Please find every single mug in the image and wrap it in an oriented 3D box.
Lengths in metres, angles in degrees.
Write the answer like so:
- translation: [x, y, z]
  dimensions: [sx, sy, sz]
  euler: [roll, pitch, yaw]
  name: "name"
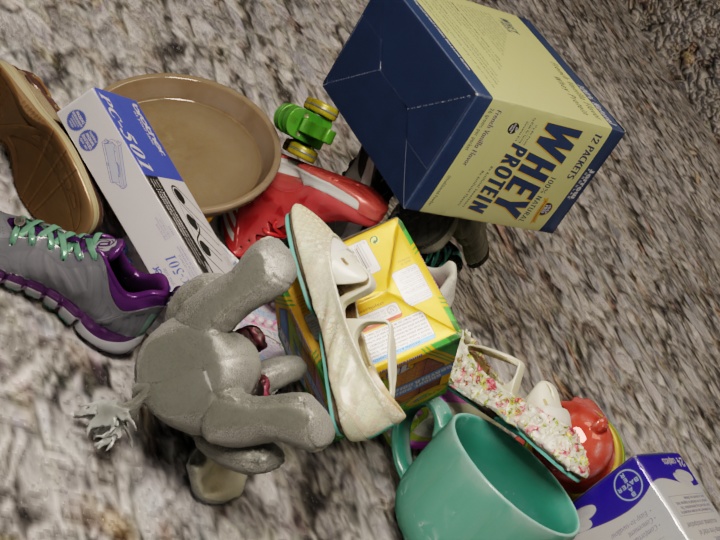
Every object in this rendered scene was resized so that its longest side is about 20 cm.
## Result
- translation: [0.102, 0.215, 1.197]
  dimensions: [0.152, 0.115, 0.185]
  euler: [30, 18, -30]
  name: "mug"

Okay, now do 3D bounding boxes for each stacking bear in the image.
- translation: [0.215, 0.184, 1.322]
  dimensions: [0.114, 0.121, 0.200]
  euler: [55, -2, 17]
  name: "stacking bear"

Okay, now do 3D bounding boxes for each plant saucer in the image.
- translation: [-0.177, -0.119, 1.267]
  dimensions: [0.199, 0.030, 0.201]
  euler: [9, 46, -9]
  name: "plant saucer"

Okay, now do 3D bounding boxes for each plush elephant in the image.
- translation: [-0.108, 0.093, 1.034]
  dimensions: [0.155, 0.199, 0.165]
  euler: [35, 33, -75]
  name: "plush elephant"

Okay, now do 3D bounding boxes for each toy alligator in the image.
- translation: [-0.065, -0.150, 1.326]
  dimensions: [0.054, 0.059, 0.200]
  euler: [27, 4, -14]
  name: "toy alligator"

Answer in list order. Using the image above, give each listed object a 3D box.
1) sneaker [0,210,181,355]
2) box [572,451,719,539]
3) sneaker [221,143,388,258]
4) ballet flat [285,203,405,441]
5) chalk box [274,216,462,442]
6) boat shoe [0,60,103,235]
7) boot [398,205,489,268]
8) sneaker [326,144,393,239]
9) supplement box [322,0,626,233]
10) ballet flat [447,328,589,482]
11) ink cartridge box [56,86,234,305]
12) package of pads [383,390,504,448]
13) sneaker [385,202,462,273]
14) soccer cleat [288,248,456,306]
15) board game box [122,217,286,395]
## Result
- translation: [-0.241, -0.018, 1.047]
  dimensions: [0.200, 0.088, 0.075]
  euler: [36, 27, -23]
  name: "sneaker"
- translation: [0.270, 0.308, 1.248]
  dimensions: [0.105, 0.184, 0.200]
  euler: [10, 43, -53]
  name: "box"
- translation: [-0.062, -0.049, 1.307]
  dimensions: [0.078, 0.116, 0.200]
  euler: [13, 9, -46]
  name: "sneaker"
- translation: [-0.008, 0.035, 1.026]
  dimensions: [0.067, 0.062, 0.201]
  euler: [36, 38, -69]
  name: "ballet flat"
- translation: [0.003, 0.066, 1.160]
  dimensions: [0.200, 0.124, 0.124]
  euler: [91, -27, -66]
  name: "chalk box"
- translation: [-0.273, -0.108, 1.154]
  dimensions: [0.072, 0.072, 0.200]
  euler: [0, 45, -55]
  name: "boat shoe"
- translation: [0.102, -0.051, 1.364]
  dimensions: [0.131, 0.068, 0.200]
  euler: [56, 22, -29]
  name: "boot"
- translation: [-0.012, -0.075, 1.369]
  dimensions: [0.079, 0.201, 0.074]
  euler: [31, 33, 17]
  name: "sneaker"
- translation: [0.108, -0.159, 1.268]
  dimensions: [0.199, 0.134, 0.200]
  euler: [7, 39, -38]
  name: "supplement box"
- translation: [0.144, 0.119, 1.223]
  dimensions: [0.200, 0.064, 0.076]
  euler: [35, 1, 30]
  name: "ballet flat"
- translation: [-0.182, -0.060, 1.137]
  dimensions: [0.200, 0.044, 0.094]
  euler: [59, 12, 8]
  name: "ink cartridge box"
- translation: [0.047, 0.093, 1.350]
  dimensions: [0.154, 0.068, 0.200]
  euler: [11, 40, -51]
  name: "package of pads"
- translation: [0.069, -0.023, 1.409]
  dimensions: [0.091, 0.078, 0.200]
  euler: [25, 6, 9]
  name: "sneaker"
- translation: [0.000, 0.000, 1.270]
  dimensions: [0.199, 0.086, 0.070]
  euler: [11, 45, -15]
  name: "soccer cleat"
- translation: [-0.136, 0.028, 1.214]
  dimensions: [0.200, 0.026, 0.200]
  euler: [46, 25, -2]
  name: "board game box"
